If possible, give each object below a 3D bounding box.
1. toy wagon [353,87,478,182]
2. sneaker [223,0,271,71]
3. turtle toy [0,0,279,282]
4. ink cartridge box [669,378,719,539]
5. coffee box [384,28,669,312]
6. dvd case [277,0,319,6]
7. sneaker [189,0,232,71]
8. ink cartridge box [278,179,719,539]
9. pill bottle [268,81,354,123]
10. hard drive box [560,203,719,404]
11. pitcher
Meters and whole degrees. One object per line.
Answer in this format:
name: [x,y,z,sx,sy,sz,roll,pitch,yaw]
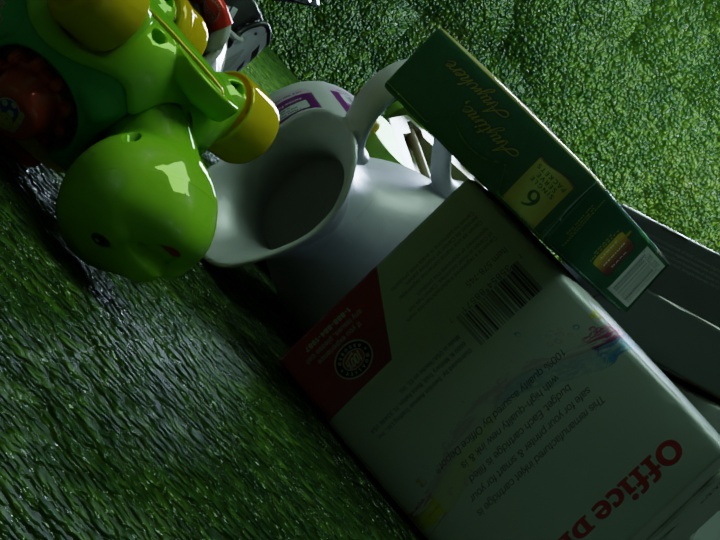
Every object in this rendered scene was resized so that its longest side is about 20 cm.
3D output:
toy wagon: [0.050,-0.053,1.335,0.200,0.040,0.155,37,23,-37]
sneaker: [-0.124,-0.145,1.210,0.076,0.115,0.200,48,5,11]
turtle toy: [-0.114,-0.078,0.861,0.146,0.101,0.200,40,9,-50]
ink cartridge box: [0.169,0.104,1.226,0.200,0.084,0.145,29,-1,35]
coffee box: [0.095,-0.048,1.039,0.123,0.044,0.200,47,6,23]
dvd case: [-0.140,-0.182,1.147,0.200,0.016,0.149,11,6,20]
sneaker: [-0.098,-0.124,1.076,0.070,0.093,0.200,54,26,-7]
ink cartridge box: [0.088,0.081,1.050,0.200,0.145,0.145,49,6,20]
pill bottle: [-0.013,-0.054,1.447,0.112,0.112,0.200,43,7,-34]
hard drive box: [0.202,0.029,1.226,0.156,0.077,0.200,28,0,2]
pitcher: [0.015,-0.031,1.160,0.200,0.172,0.121,39,16,-53]
